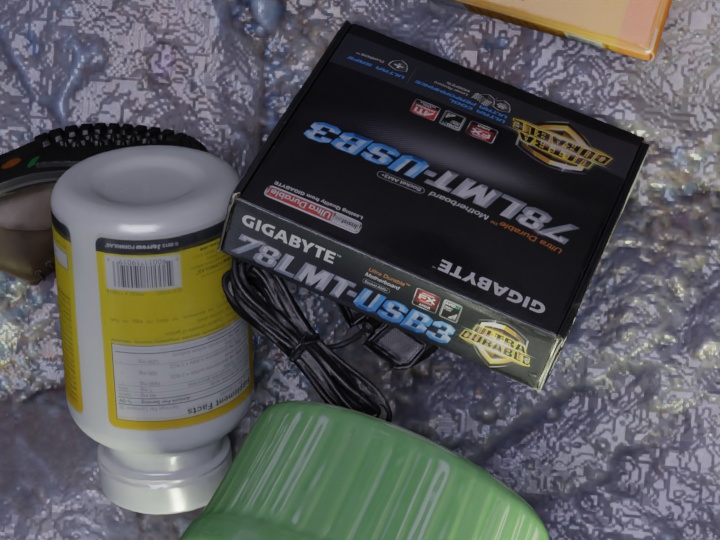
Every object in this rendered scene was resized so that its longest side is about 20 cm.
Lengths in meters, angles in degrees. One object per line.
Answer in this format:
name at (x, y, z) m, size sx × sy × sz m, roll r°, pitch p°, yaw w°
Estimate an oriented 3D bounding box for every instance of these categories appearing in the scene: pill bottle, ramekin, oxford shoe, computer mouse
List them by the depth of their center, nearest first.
ramekin at (0.008, 0.154, 1.386) m, size 0.200 × 0.200 × 0.098 m, roll 23°, pitch 72°, yaw 7°
computer mouse at (0.000, 0.000, 1.453) m, size 0.140 × 0.200 × 0.046 m, roll 45°, pitch 139°, yaw -2°
pill bottle at (-0.119, 0.036, 1.462) m, size 0.112 × 0.112 × 0.201 m, roll 3°, pitch 117°, yaw 8°
oxford shoe at (-0.186, -0.039, 1.522) m, size 0.199 × 0.073 × 0.085 m, roll -11°, pitch 112°, yaw 6°

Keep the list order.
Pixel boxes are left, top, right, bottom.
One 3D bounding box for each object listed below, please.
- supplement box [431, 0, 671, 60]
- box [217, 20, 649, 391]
supplement box at (0.086, -0.182, 1.474) m, size 0.199 × 0.069 × 0.067 m, roll 17°, pitch 93°, yaw 5°
box at (0.045, -0.043, 1.423) m, size 0.200 × 0.199 × 0.050 m, roll 23°, pitch 129°, yaw 6°
